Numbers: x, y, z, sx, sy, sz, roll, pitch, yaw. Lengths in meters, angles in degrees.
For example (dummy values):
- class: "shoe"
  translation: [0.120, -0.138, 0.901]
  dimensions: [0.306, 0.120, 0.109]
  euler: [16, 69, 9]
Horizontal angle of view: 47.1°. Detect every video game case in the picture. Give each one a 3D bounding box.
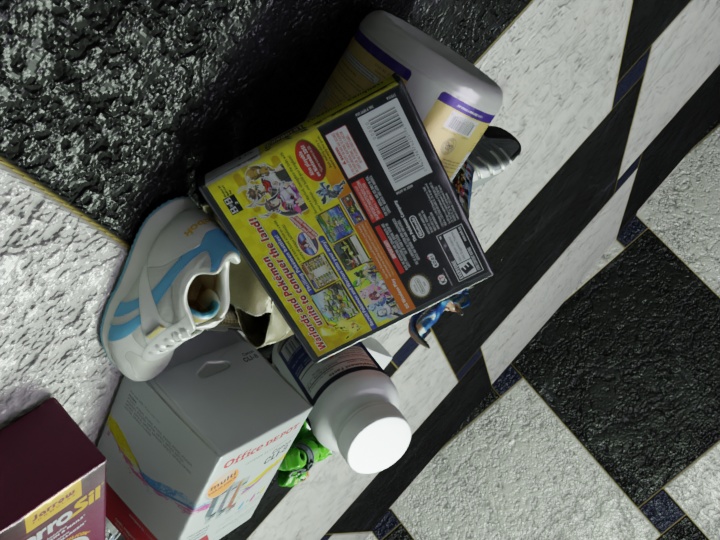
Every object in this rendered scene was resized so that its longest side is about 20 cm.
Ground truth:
- class: "video game case"
  translation: [-0.007, -0.036, 0.695]
  dimensions: [0.181, 0.026, 0.200]
  euler: [-27, 119, 6]

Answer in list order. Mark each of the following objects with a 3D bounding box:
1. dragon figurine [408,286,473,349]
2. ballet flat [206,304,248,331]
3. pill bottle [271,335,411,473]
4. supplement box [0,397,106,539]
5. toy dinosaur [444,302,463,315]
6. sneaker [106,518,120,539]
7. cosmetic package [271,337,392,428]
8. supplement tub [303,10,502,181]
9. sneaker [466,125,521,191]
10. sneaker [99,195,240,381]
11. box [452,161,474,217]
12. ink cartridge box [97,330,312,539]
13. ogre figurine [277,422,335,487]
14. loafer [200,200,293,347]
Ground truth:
- class: "dragon figurine"
  translation: [0.093, 0.034, 1.007]
  dimensions: [0.099, 0.059, 0.200]
  euler: [-40, -179, 7]
- class: "ballet flat"
  translation: [-0.126, 0.040, 0.870]
  dimensions: [0.200, 0.067, 0.046]
  euler: [12, 84, -65]
- class: "pill bottle"
  translation: [-0.022, 0.146, 0.989]
  dimensions: [0.111, 0.200, 0.111]
  euler: [-15, 126, -21]
- class: "supplement box"
  translation: [-0.306, 0.226, 0.767]
  dimensions: [0.110, 0.086, 0.200]
  euler: [-33, 154, -38]
- class: "toy dinosaur"
  translation: [0.055, 0.036, 1.123]
  dimensions: [0.200, 0.136, 0.086]
  euler: [-31, 153, -41]
- class: "sneaker"
  translation: [-0.319, 0.327, 0.927]
  dimensions: [0.200, 0.082, 0.075]
  euler: [-32, 154, -41]
- class: "cosmetic package"
  translation: [-0.069, 0.168, 1.154]
  dimensions: [0.200, 0.052, 0.151]
  euler: [-53, 141, 10]
- class: "supplement tub"
  translation: [0.019, -0.115, 0.754]
  dimensions: [0.200, 0.145, 0.145]
  euler: [-56, 159, 20]
- class: "sneaker"
  translation: [0.119, -0.115, 1.100]
  dimensions: [0.200, 0.075, 0.116]
  euler: [-27, 157, -26]
- class: "sneaker"
  translation: [-0.167, 0.035, 0.724]
  dimensions: [0.076, 0.081, 0.200]
  euler: [-29, 153, -48]
- class: "box"
  translation: [0.026, -0.026, 0.859]
  dimensions: [0.200, 0.038, 0.137]
  euler: [-28, -144, 38]
- class: "ink cartridge box"
  translation: [-0.176, 0.187, 0.886]
  dimensions: [0.145, 0.145, 0.200]
  euler: [-21, 145, -52]
- class: "ogre figurine"
  translation: [-0.109, 0.221, 1.023]
  dimensions: [0.120, 0.098, 0.200]
  euler: [-4, 157, -44]
- class: "loafer"
  translation: [-0.098, 0.003, 0.761]
  dimensions: [0.067, 0.076, 0.200]
  euler: [-49, 140, -26]
